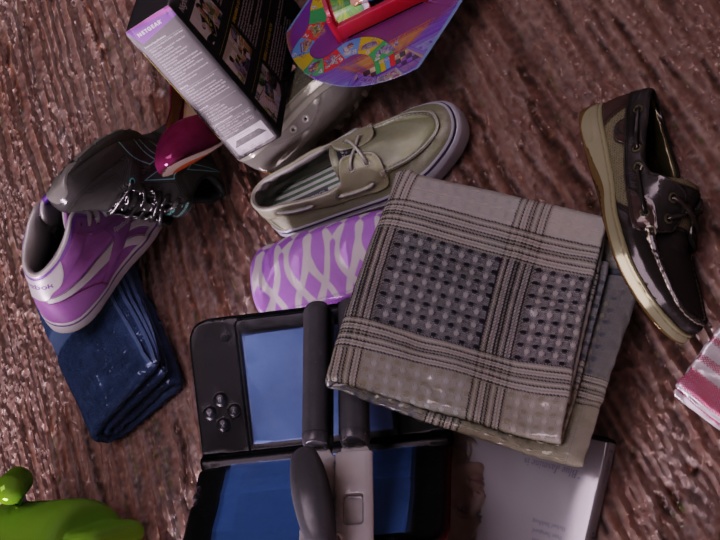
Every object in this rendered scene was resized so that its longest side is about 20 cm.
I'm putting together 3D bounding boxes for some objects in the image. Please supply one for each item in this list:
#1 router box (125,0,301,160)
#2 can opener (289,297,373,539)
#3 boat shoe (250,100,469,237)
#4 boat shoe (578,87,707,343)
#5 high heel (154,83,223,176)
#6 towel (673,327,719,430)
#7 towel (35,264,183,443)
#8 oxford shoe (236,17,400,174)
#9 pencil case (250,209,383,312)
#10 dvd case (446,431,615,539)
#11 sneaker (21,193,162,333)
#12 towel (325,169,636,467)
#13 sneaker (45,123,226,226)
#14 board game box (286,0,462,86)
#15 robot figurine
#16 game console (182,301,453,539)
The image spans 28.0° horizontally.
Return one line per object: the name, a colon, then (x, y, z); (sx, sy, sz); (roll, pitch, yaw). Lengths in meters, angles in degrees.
router box: (-0.118, -0.213, 1.229); (0.051, 0.149, 0.201); (-25, 34, 24)
can opener: (-0.020, 0.105, 1.021); (0.053, 0.067, 0.202); (-6, 61, 9)
boat shoe: (-0.002, -0.082, 1.207); (0.199, 0.062, 0.073); (-29, 61, 23)
boat shoe: (0.212, -0.046, 1.041); (0.065, 0.073, 0.202); (-31, 60, 29)
high heel: (-0.156, -0.146, 1.245); (0.067, 0.200, 0.097); (-28, 104, 14)
towel: (0.319, 0.040, 0.969); (0.146, 0.030, 0.201); (37, 98, 36)
towel: (-0.243, 0.053, 1.341); (0.112, 0.048, 0.201); (-42, 57, 18)
oxford shoe: (-0.026, -0.156, 1.255); (0.200, 0.058, 0.075); (-44, 27, 0)
pencil case: (0.000, 0.000, 1.165); (0.199, 0.084, 0.086); (-17, 32, 31)
dvd case: (0.102, 0.209, 1.073); (0.142, 0.017, 0.202); (9, 81, 35)
sneaker: (-0.235, -0.054, 1.294); (0.072, 0.115, 0.202); (11, 58, 19)
towel: (0.093, 0.027, 1.037); (0.198, 0.035, 0.194); (17, 59, 7)
sneaker: (-0.188, -0.079, 1.258); (0.075, 0.200, 0.080); (-42, 82, 35)
board game box: (0.016, -0.247, 1.221); (0.157, 0.039, 0.201); (19, 67, 38)
robot figurine: (-0.279, 0.259, 1.260); (0.198, 0.115, 0.177); (-9, 90, 32)
game console: (-0.036, 0.115, 1.068); (0.198, 0.119, 0.174); (-7, 91, 9)
